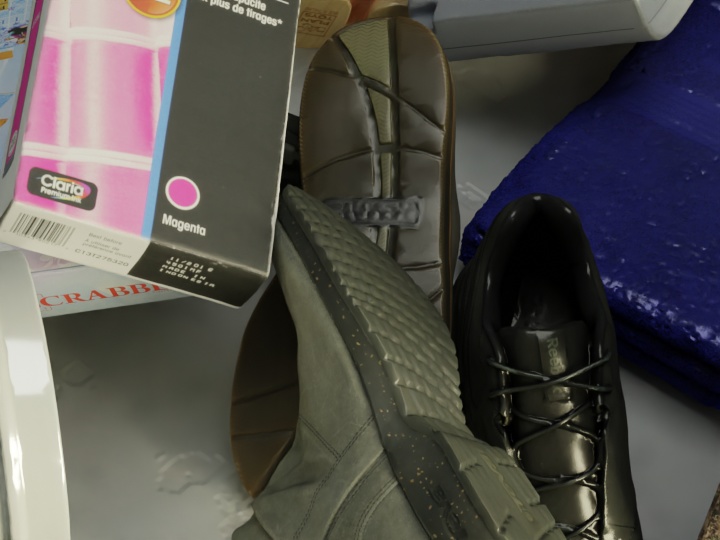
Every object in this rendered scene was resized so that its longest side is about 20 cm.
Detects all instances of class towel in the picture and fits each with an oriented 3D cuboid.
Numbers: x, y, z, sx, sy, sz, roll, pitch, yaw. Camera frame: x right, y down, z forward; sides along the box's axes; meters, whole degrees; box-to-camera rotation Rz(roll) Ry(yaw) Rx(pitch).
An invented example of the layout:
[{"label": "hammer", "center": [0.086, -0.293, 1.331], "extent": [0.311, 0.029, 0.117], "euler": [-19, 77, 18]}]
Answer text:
[{"label": "towel", "center": [0.153, -0.033, 0.872], "extent": [0.147, 0.050, 0.200], "euler": [28, 51, 24]}]

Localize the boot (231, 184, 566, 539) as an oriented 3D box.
[{"label": "boot", "center": [-0.021, 0.073, 0.703], "extent": [0.068, 0.131, 0.200], "euler": [28, 27, -48]}]

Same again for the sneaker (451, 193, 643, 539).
[{"label": "sneaker", "center": [0.065, 0.064, 0.730], "extent": [0.075, 0.091, 0.201], "euler": [-7, 64, -5]}]

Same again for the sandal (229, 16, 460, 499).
[{"label": "sandal", "center": [0.000, 0.000, 0.789], "extent": [0.081, 0.055, 0.201], "euler": [1, 72, 12]}]

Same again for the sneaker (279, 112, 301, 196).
[{"label": "sneaker", "center": [-0.095, -0.076, 0.850], "extent": [0.199, 0.076, 0.079], "euler": [18, 47, 6]}]

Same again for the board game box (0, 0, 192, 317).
[{"label": "board game box", "center": [-0.156, -0.075, 0.790], "extent": [0.199, 0.041, 0.201], "euler": [-7, 66, 5]}]

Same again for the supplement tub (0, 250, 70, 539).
[{"label": "supplement tub", "center": [-0.203, 0.065, 0.665], "extent": [0.199, 0.145, 0.145], "euler": [-7, 51, -15]}]

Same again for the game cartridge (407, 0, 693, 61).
[{"label": "game cartridge", "center": [0.106, -0.174, 0.912], "extent": [0.133, 0.041, 0.201], "euler": [-6, 47, 32]}]

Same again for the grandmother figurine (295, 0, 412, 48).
[{"label": "grandmother figurine", "center": [-0.018, -0.199, 0.950], "extent": [0.121, 0.061, 0.201], "euler": [10, 61, -26]}]

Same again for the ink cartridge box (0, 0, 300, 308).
[{"label": "ink cartridge box", "center": [-0.071, -0.091, 0.738], "extent": [0.094, 0.037, 0.201], "euler": [16, 58, -19]}]

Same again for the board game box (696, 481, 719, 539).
[{"label": "board game box", "center": [0.197, 0.055, 0.697], "extent": [0.097, 0.201, 0.159], "euler": [30, 51, 18]}]
